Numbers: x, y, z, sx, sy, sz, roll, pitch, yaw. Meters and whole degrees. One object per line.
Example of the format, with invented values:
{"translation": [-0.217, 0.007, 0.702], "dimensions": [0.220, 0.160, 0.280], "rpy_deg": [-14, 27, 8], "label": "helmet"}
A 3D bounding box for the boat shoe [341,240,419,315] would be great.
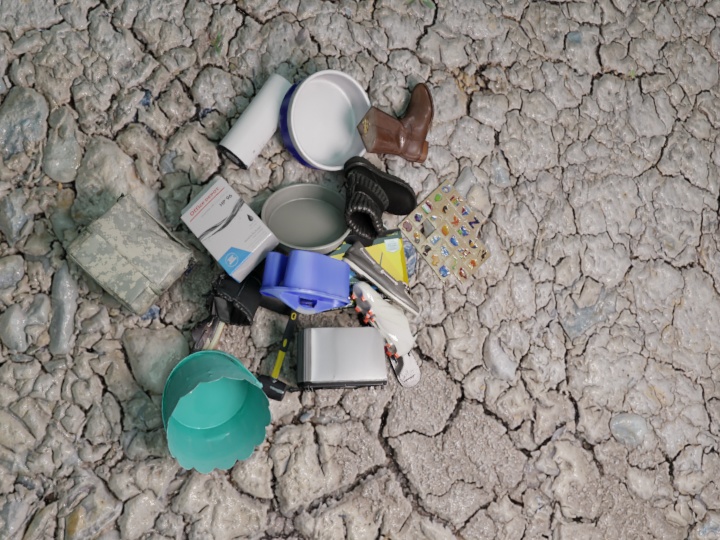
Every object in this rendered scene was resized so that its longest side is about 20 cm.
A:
{"translation": [0.052, 0.015, 1.285], "dimensions": [0.198, 0.067, 0.058], "rpy_deg": [37, 84, -2], "label": "boat shoe"}

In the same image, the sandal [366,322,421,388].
{"translation": [0.078, 0.161, 1.364], "dimensions": [0.074, 0.045, 0.204], "rpy_deg": [-28, 90, -12], "label": "sandal"}

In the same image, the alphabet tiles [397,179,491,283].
{"translation": [0.206, -0.079, 1.435], "dimensions": [0.167, 0.008, 0.201], "rpy_deg": [-41, 93, -13], "label": "alphabet tiles"}

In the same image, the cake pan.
{"translation": [-0.111, -0.105, 1.310], "dimensions": [0.193, 0.037, 0.204], "rpy_deg": [4, 47, -4], "label": "cake pan"}

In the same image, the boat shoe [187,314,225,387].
{"translation": [-0.321, 0.137, 1.277], "dimensions": [0.063, 0.072, 0.205], "rpy_deg": [20, 86, -13], "label": "boat shoe"}

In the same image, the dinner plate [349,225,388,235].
{"translation": [-0.010, -0.024, 1.378], "dimensions": [0.193, 0.024, 0.207], "rpy_deg": [1, 83, -11], "label": "dinner plate"}

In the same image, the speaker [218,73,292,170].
{"translation": [-0.216, -0.320, 1.340], "dimensions": [0.080, 0.081, 0.202], "rpy_deg": [35, 79, -5], "label": "speaker"}

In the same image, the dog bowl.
{"translation": [-0.073, -0.318, 1.333], "dimensions": [0.195, 0.078, 0.207], "rpy_deg": [-5, 101, -29], "label": "dog bowl"}

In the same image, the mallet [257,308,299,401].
{"translation": [-0.153, 0.176, 1.284], "dimensions": [0.065, 0.041, 0.204], "rpy_deg": [26, 103, 0], "label": "mallet"}

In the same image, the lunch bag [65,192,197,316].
{"translation": [-0.446, -0.031, 1.234], "dimensions": [0.199, 0.139, 0.169], "rpy_deg": [42, 79, -5], "label": "lunch bag"}

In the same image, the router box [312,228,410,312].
{"translation": [0.000, 0.000, 1.339], "dimensions": [0.194, 0.051, 0.154], "rpy_deg": [-9, 86, -10], "label": "router box"}

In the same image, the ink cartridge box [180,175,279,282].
{"translation": [-0.267, -0.093, 1.218], "dimensions": [0.116, 0.068, 0.200], "rpy_deg": [-43, 76, -4], "label": "ink cartridge box"}

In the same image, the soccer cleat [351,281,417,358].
{"translation": [0.049, 0.092, 1.298], "dimensions": [0.078, 0.069, 0.202], "rpy_deg": [-44, 117, -23], "label": "soccer cleat"}

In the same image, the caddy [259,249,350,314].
{"translation": [-0.103, 0.030, 1.206], "dimensions": [0.198, 0.138, 0.109], "rpy_deg": [16, 76, -50], "label": "caddy"}

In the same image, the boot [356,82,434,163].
{"translation": [0.075, -0.339, 1.361], "dimensions": [0.196, 0.063, 0.193], "rpy_deg": [4, 84, -43], "label": "boot"}

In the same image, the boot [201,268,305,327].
{"translation": [-0.209, 0.061, 1.256], "dimensions": [0.195, 0.163, 0.074], "rpy_deg": [29, 115, -3], "label": "boot"}

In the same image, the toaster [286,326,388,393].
{"translation": [-0.051, 0.185, 1.270], "dimensions": [0.193, 0.181, 0.123], "rpy_deg": [0, 78, -10], "label": "toaster"}

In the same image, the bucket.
{"translation": [-0.283, 0.263, 1.202], "dimensions": [0.201, 0.135, 0.214], "rpy_deg": [-10, 113, -23], "label": "bucket"}

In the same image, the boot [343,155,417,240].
{"translation": [0.044, -0.130, 1.316], "dimensions": [0.207, 0.079, 0.161], "rpy_deg": [24, 43, -32], "label": "boot"}

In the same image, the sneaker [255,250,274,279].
{"translation": [-0.239, -0.063, 1.282], "dimensions": [0.102, 0.061, 0.203], "rpy_deg": [16, 36, -32], "label": "sneaker"}
